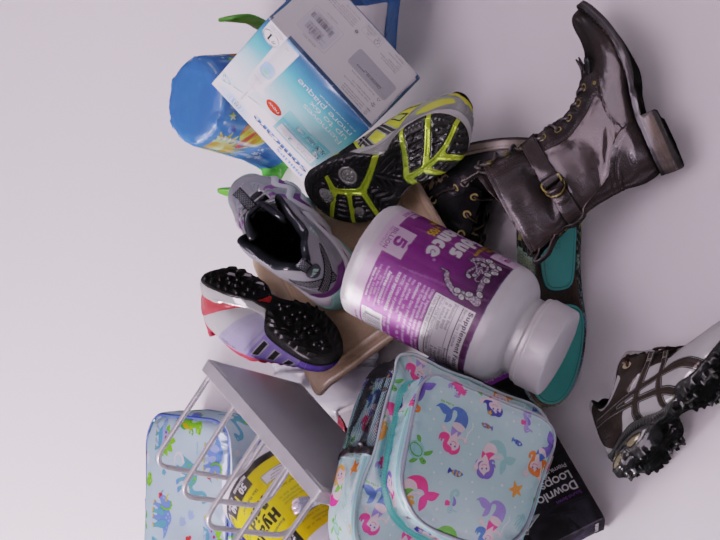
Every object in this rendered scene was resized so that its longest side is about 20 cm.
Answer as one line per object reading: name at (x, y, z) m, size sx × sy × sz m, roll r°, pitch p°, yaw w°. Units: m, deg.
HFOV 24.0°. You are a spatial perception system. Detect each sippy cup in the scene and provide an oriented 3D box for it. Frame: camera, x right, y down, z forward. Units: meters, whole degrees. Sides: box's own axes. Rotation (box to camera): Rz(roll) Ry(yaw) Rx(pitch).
sippy cup at (-0.135, -0.181, 1.856) m, size 0.140 × 0.130 × 0.179 m, roll -46°, pitch 59°, yaw 35°

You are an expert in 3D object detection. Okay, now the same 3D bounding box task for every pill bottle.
pill bottle at (0.091, 0.030, 1.522) m, size 0.199 × 0.112 × 0.113 m, roll 27°, pitch 110°, yaw 16°
pill bottle at (-0.048, 0.277, 1.768) m, size 0.200 × 0.111 × 0.112 m, roll 40°, pitch 116°, yaw 38°

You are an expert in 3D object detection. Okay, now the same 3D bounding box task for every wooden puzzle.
wooden puzzle at (0.000, 0.000, 1.663) m, size 0.200 × 0.037 × 0.186 m, roll -39°, pitch 53°, yaw 14°

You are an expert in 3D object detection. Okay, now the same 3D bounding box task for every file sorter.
file sorter at (-0.079, 0.202, 1.608) m, size 0.200 × 0.138 × 0.125 m, roll 44°, pitch 106°, yaw 39°

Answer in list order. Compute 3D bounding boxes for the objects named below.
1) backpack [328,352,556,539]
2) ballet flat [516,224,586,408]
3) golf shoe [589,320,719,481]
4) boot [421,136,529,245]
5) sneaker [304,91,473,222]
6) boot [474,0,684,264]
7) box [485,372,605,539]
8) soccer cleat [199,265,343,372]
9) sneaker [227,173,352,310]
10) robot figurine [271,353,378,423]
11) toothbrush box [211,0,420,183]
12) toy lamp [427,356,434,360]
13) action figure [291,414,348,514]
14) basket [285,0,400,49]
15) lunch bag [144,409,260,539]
backpack at (0.069, 0.189, 1.481) m, size 0.201 × 0.177 × 0.150 m, roll -69°, pitch 16°, yaw -13°
ballet flat at (0.174, 0.027, 1.592) m, size 0.074 × 0.074 × 0.202 m, roll 5°, pitch 91°, yaw 45°
golf shoe at (0.267, 0.091, 1.476) m, size 0.200 × 0.077 × 0.095 m, roll -53°, pitch 54°, yaw 29°
boot at (0.108, -0.038, 1.644) m, size 0.199 × 0.073 × 0.152 m, roll -22°, pitch 72°, yaw 47°
sneaker at (0.033, -0.108, 1.632) m, size 0.199 × 0.077 × 0.076 m, roll -21°, pitch 112°, yaw 34°
boot at (0.180, -0.127, 1.530) m, size 0.173 × 0.069 × 0.201 m, roll -28°, pitch 69°, yaw 14°
box at (0.120, 0.186, 1.589) m, size 0.201 × 0.142 × 0.036 m, roll 60°, pitch 171°, yaw 26°
soccer cleat at (-0.087, 0.063, 1.646) m, size 0.200 × 0.068 × 0.074 m, roll 29°, pitch 126°, yaw 42°
sneaker at (-0.090, -0.053, 1.632) m, size 0.078 × 0.140 × 0.200 m, roll -52°, pitch 53°, yaw 2°
robot figurine at (-0.039, 0.063, 1.762) m, size 0.170 × 0.112 × 0.202 m, roll 139°, pitch 128°, yaw -82°
toothbrush box at (-0.049, -0.192, 1.711) m, size 0.147 × 0.085 × 0.200 m, roll 47°, pitch 157°, yaw -6°
toy lamp at (0.103, 0.178, 1.656) m, size 0.058 × 0.058 × 0.201 m, roll -34°, pitch 66°, yaw 40°
action figure at (0.017, 0.227, 1.654) m, size 0.149 × 0.133 × 0.201 m, roll 113°, pitch 137°, yaw -63°
basket at (-0.016, -0.308, 1.736) m, size 0.176 × 0.139 × 0.201 m, roll 34°, pitch 132°, yaw 41°
lunch bag at (-0.170, 0.260, 1.914) m, size 0.160 × 0.082 × 0.202 m, roll -1°, pitch 88°, yaw 47°
